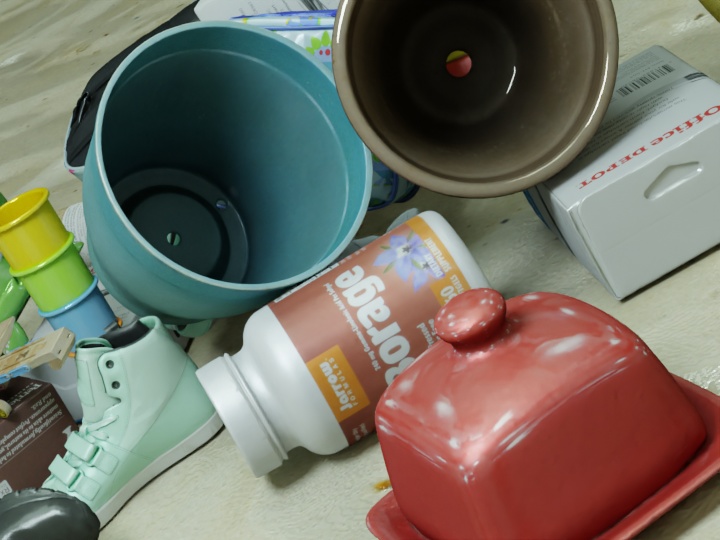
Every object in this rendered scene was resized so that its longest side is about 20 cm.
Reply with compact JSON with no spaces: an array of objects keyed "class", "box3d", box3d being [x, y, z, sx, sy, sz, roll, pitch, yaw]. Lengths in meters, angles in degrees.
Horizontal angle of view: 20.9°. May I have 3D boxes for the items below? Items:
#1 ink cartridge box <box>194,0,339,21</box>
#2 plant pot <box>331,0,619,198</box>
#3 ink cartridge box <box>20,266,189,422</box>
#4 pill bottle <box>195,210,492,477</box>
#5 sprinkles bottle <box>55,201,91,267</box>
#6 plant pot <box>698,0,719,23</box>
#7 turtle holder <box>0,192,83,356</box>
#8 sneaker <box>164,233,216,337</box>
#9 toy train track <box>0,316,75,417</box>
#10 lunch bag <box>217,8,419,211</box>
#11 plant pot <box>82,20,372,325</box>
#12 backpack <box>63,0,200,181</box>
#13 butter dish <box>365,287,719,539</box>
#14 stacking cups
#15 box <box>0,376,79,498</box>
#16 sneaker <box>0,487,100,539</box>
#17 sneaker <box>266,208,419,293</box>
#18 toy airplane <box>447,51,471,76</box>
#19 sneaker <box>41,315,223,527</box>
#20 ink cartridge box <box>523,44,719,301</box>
[{"class":"ink cartridge box","box3d":[-0.027,-0.257,1.647,0.199,0.084,0.146,-27,18,23]},{"class":"plant pot","box3d":[0.075,-0.155,1.401,0.200,0.201,0.175,-28,5,0]},{"class":"ink cartridge box","box3d":[-0.202,0.040,1.648,0.116,0.068,0.200,-20,23,20]},{"class":"pill bottle","box3d":[-0.007,0.054,1.330,0.200,0.112,0.112,-31,22,-6]},{"class":"sprinkles bottle","box3d":[-0.246,-0.039,1.870,0.199,0.068,0.068,-14,26,30]},{"class":"plant pot","box3d":[0.346,-0.235,1.500,0.199,0.142,0.200,-23,22,10]},{"class":"turtle holder","box3d":[-0.323,0.005,1.635,0.141,0.131,0.185,-60,6,-4]},{"class":"sneaker","box3d":[-0.100,-0.010,1.601,0.200,0.139,0.078,-107,36,-50]},{"class":"toy train track","box3d":[-0.260,0.081,1.460,0.200,0.032,0.115,-24,35,52]},{"class":"lunch bag","box3d":[-0.044,-0.130,1.562,0.199,0.162,0.082,2,12,25]},{"class":"plant pot","box3d":[-0.115,-0.051,1.424,0.200,0.200,0.188,-41,-2,-28]},{"class":"backpack","box3d":[-0.164,-0.137,1.742,0.199,0.151,0.178,-25,37,23]},{"class":"butter dish","box3d":[0.090,0.077,1.121,0.200,0.148,0.199,-34,22,-14]},{"class":"stacking cups","box3d":[-0.212,0.032,1.500,0.060,0.200,0.061,-27,23,12]},{"class":"box","box3d":[-0.314,0.136,1.570,0.100,0.075,0.200,-40,27,-28]},{"class":"sneaker","box3d":[-0.264,0.223,1.341,0.200,0.076,0.091,-31,31,13]},{"class":"sneaker","box3d":[0.000,0.000,1.495,0.115,0.075,0.200,-29,27,-5]},{"class":"toy airplane","box3d":[0.047,-0.200,1.684,0.198,0.142,0.200,0,2,-39]},{"class":"sneaker","box3d":[-0.205,0.117,1.420,0.200,0.118,0.074,-39,26,-20]},{"class":"ink cartridge box","box3d":[0.199,-0.076,1.404,0.146,0.086,0.200,-29,23,0]}]
